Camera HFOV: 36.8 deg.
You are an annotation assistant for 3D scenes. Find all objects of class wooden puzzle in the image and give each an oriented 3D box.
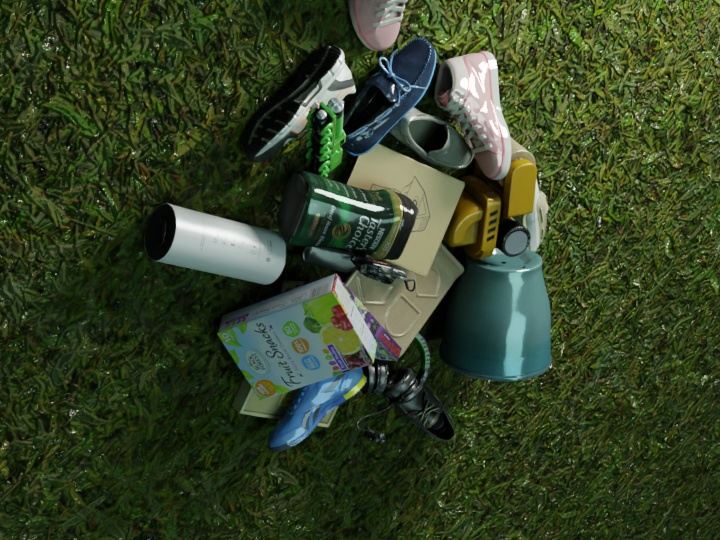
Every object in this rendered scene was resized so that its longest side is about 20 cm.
[{"bbox_3d":[0.056,0.021,1.778,0.200,0.046,0.185,-51,127,-6],"label":"wooden puzzle"}]

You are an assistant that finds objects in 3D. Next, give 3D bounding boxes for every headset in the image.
[{"bbox_3d":[0.050,0.191,1.832,0.123,0.094,0.202,24,84,-18],"label":"headset"}]

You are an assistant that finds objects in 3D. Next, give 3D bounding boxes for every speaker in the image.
[{"bbox_3d":[-0.203,-0.036,1.527,0.199,0.081,0.082,13,107,-43],"label":"speaker"}]

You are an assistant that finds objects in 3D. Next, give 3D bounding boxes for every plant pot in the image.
[{"bbox_3d":[0.239,0.062,1.870,0.199,0.200,0.190,-13,116,-33],"label":"plant pot"}]

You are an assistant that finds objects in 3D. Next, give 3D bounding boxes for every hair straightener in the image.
[{"bbox_3d":[0.000,0.000,1.666,0.198,0.077,0.041,21,103,-19],"label":"hair straightener"}]

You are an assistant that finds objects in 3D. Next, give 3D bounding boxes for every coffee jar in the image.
[{"bbox_3d":[-0.016,-0.077,1.597,0.198,0.085,0.105,8,117,-29],"label":"coffee jar"}]

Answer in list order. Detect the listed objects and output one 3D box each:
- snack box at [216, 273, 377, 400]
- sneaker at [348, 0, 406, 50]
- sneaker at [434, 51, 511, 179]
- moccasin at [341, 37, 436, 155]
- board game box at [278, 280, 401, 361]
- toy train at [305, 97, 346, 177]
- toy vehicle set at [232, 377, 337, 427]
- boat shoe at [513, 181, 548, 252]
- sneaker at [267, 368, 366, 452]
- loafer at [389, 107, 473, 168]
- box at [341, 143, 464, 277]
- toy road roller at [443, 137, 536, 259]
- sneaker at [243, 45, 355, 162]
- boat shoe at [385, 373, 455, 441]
[{"bbox_3d":[-0.094,0.103,1.623,0.198,0.053,0.143,-19,118,19],"label":"snack box"},{"bbox_3d":[0.040,-0.388,1.488,0.075,0.104,0.202,-23,129,-28],"label":"sneaker"},{"bbox_3d":[0.167,-0.237,1.679,0.104,0.075,0.203,-9,91,-29],"label":"sneaker"},{"bbox_3d":[0.041,-0.256,1.586,0.201,0.080,0.068,-57,155,2],"label":"moccasin"},{"bbox_3d":[-0.030,0.081,1.711,0.200,0.119,0.033,49,57,-44],"label":"board game box"},{"bbox_3d":[-0.047,-0.186,1.527,0.056,0.042,0.200,-40,169,-14],"label":"toy train"},{"bbox_3d":[-0.104,0.186,1.775,0.199,0.026,0.125,17,103,-43],"label":"toy vehicle set"},{"bbox_3d":[0.285,-0.115,1.884,0.068,0.074,0.201,-33,137,-30],"label":"boat shoe"},{"bbox_3d":[-0.084,0.206,1.748,0.200,0.066,0.079,-41,113,-9],"label":"sneaker"},{"bbox_3d":[0.114,-0.202,1.690,0.199,0.070,0.070,19,103,-43],"label":"loafer"},{"bbox_3d":[0.053,-0.098,1.692,0.199,0.021,0.165,22,94,-28],"label":"box"},{"bbox_3d":[0.198,-0.115,1.778,0.145,0.123,0.202,-9,121,-22],"label":"toy road roller"},{"bbox_3d":[-0.080,-0.219,1.523,0.200,0.074,0.080,-46,136,-7],"label":"sneaker"},{"bbox_3d":[0.117,0.247,1.954,0.075,0.073,0.200,-51,134,-2],"label":"boat shoe"}]
